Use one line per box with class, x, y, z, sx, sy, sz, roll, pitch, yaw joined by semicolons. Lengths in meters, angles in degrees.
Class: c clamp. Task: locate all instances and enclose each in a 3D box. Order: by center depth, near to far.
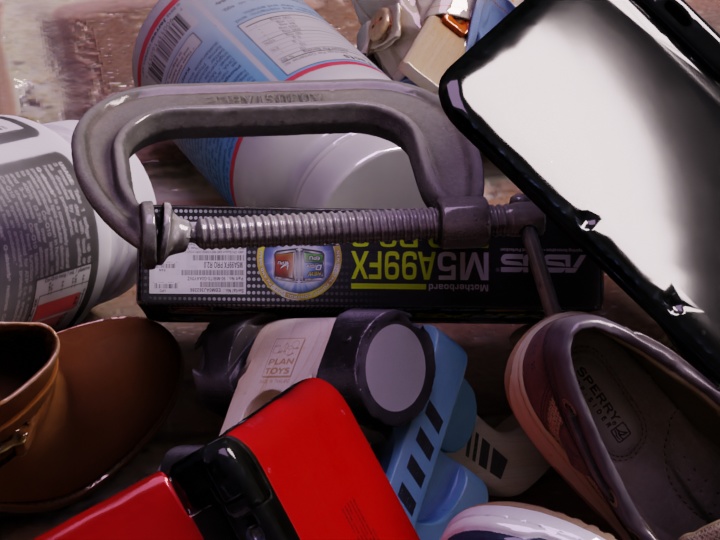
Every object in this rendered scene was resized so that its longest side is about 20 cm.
c clamp;-0.021;-0.033;0.875;0.200;0.027;0.171;1;40;-4

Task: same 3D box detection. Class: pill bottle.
pill bottle;-0.189;-0.011;0.987;0.116;0.116;0.200;22;21;25
pill bottle;-0.036;-0.077;1.133;0.109;0.109;0.200;-15;39;-25

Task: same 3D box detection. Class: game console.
game console;-0.036;0.162;0.747;0.119;0.200;0.172;-27;1;20
game console;0.129;-0.028;0.872;0.200;0.176;0.116;45;83;2

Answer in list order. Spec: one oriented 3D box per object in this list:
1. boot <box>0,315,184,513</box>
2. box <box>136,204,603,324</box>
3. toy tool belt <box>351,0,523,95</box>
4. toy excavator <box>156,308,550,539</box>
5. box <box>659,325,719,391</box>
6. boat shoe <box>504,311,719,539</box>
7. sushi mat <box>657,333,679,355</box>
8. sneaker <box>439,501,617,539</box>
boot;-0.142;0.052;0.885;0.200;0.155;0.074;-30;77;-30
box;0.000;0.000;0.967;0.200;0.044;0.160;1;-4;-4
toy tool belt;0.089;-0.109;1.192;0.200;0.125;0.123;24;37;-33
toy excavator;0.026;0.077;0.925;0.100;0.200;0.195;-4;57;42
box;0.162;-0.023;0.999;0.161;0.049;0.200;15;36;-52
boat shoe;0.134;0.093;0.785;0.072;0.065;0.200;-42;86;-6
sushi mat;0.179;0.062;1.005;0.096;0.012;0.200;39;41;11
sneaker;0.094;0.176;0.757;0.200;0.070;0.109;40;45;1
